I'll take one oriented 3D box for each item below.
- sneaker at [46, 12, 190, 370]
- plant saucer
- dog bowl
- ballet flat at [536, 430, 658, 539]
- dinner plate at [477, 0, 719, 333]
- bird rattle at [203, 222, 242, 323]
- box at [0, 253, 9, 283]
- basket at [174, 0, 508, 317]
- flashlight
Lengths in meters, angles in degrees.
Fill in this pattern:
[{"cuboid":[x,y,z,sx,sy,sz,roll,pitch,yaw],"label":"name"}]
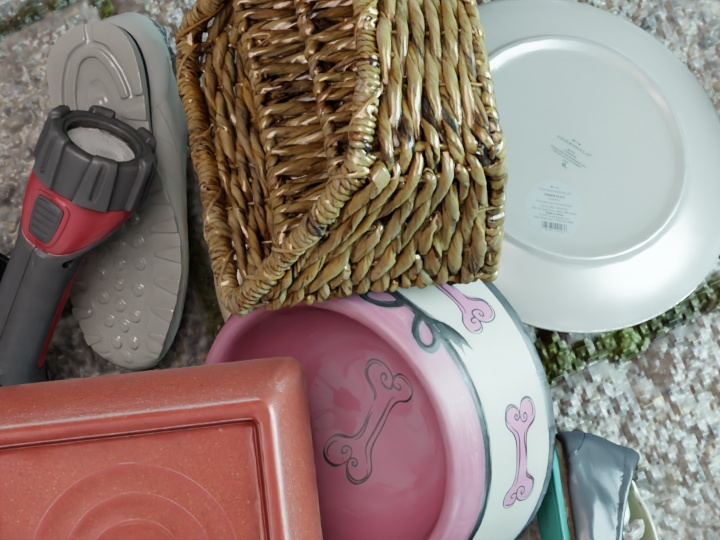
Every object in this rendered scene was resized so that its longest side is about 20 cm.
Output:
[{"cuboid":[-0.123,-0.045,1.690,0.076,0.080,0.201,1,99,19],"label":"sneaker"},{"cuboid":[-0.115,0.152,1.508,0.199,0.037,0.201,-6,89,-7],"label":"plant saucer"},{"cuboid":[0.000,0.080,1.576,0.200,0.074,0.201,12,113,30],"label":"dog bowl"},{"cuboid":[0.129,0.182,1.576,0.073,0.073,0.201,-5,71,14],"label":"ballet flat"},{"cuboid":[0.110,-0.062,1.605,0.200,0.024,0.201,5,67,-12],"label":"dinner plate"},{"cuboid":[0.000,0.000,1.653,0.163,0.113,0.200,-26,86,20],"label":"bird rattle"},{"cuboid":[-0.277,0.061,1.669,0.079,0.141,0.200,31,87,18],"label":"box"},{"cuboid":[-0.015,-0.096,1.509,0.149,0.143,0.200,-7,55,-5],"label":"basket"},{"cuboid":[-0.171,0.007,1.648,0.068,0.068,0.200,13,120,-17],"label":"flashlight"}]
